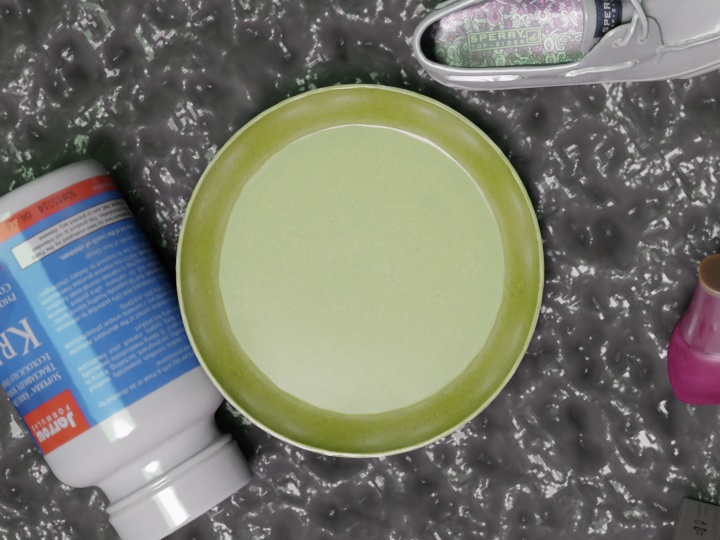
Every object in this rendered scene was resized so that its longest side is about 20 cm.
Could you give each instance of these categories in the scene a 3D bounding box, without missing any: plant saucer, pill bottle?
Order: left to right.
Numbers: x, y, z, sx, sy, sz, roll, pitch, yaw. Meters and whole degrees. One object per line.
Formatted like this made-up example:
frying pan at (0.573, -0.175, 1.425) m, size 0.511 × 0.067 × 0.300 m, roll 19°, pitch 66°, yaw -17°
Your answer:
pill bottle at (-0.143, 0.050, 0.941) m, size 0.112 × 0.112 × 0.201 m, roll -32°, pitch 88°, yaw 16°
plant saucer at (0.000, 0.000, 0.922) m, size 0.199 × 0.031 × 0.202 m, roll 0°, pitch 91°, yaw 3°

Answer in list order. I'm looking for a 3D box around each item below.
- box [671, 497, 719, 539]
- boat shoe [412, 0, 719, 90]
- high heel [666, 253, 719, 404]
box at (0.246, 0.212, 0.870) m, size 0.199 × 0.097 × 0.125 m, roll 14°, pitch 101°, yaw 12°
boat shoe at (0.122, -0.131, 0.869) m, size 0.199 × 0.068 × 0.073 m, roll -1°, pitch 97°, yaw 15°
high heel at (0.262, 0.039, 0.878) m, size 0.199 × 0.068 × 0.096 m, roll 9°, pitch 137°, yaw 5°
